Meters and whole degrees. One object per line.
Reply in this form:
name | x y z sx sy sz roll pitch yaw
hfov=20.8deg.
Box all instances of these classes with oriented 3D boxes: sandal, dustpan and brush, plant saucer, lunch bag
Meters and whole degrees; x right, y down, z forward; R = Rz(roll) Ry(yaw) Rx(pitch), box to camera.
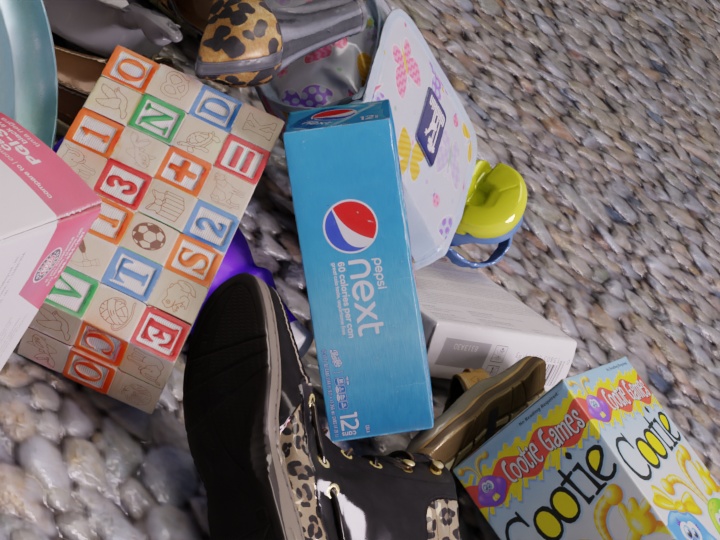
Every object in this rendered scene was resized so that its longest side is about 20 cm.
sandal | 0.041 -0.054 1.490 0.200 0.080 0.087 27 -22 30
dustpan and brush | -0.174 -0.181 1.402 0.139 0.057 0.200 17 18 -33
plant saucer | -0.232 -0.119 1.091 0.200 0.027 0.201 -6 90 -67
lunch bag | 0.001 -0.115 1.377 0.170 0.127 0.200 58 6 -42
sandal | 0.072 0.100 1.308 0.054 0.081 0.200 22 23 26

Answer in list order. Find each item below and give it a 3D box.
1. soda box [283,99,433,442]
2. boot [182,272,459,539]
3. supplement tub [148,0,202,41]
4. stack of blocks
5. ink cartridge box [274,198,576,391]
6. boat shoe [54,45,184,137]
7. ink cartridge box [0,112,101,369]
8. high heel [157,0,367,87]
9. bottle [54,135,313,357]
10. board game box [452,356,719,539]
soda box | 0.000 0.000 1.220 0.067 0.201 0.064 -8 16 3
boot | -0.019 0.108 1.120 0.150 0.073 0.201 15 54 -44
supplement tub | -0.141 -0.285 1.574 0.200 0.145 0.144 38 25 0
stack of blocks | -0.134 -0.028 1.159 0.115 0.059 0.200 24 50 -4
ink cartridge box | 0.041 0.018 1.445 0.161 0.050 0.200 9 19 -45
boat shoe | -0.150 -0.118 1.364 0.199 0.074 0.076 24 31 -28
ink cartridge box | -0.235 0.013 0.947 0.083 0.147 0.200 42 25 11
high heel | -0.113 -0.173 1.281 0.199 0.072 0.142 20 32 33
bottle | -0.115 -0.010 1.239 0.200 0.065 0.083 44 35 12
board game box | 0.171 0.170 1.236 0.200 0.103 0.105 54 29 13
